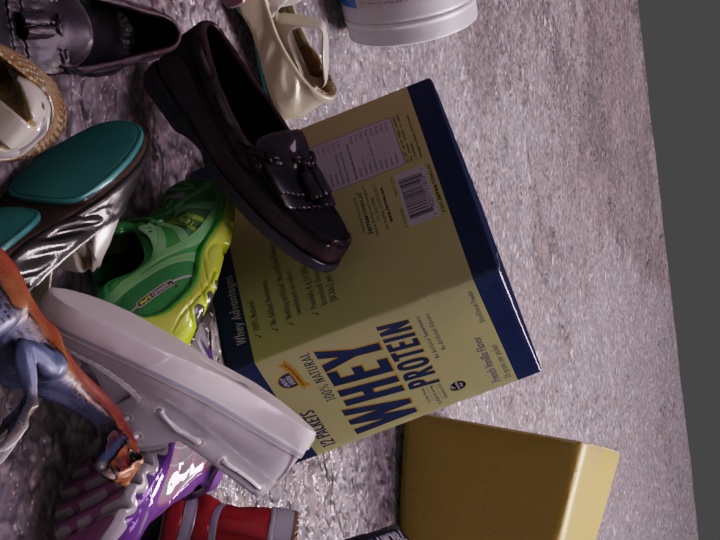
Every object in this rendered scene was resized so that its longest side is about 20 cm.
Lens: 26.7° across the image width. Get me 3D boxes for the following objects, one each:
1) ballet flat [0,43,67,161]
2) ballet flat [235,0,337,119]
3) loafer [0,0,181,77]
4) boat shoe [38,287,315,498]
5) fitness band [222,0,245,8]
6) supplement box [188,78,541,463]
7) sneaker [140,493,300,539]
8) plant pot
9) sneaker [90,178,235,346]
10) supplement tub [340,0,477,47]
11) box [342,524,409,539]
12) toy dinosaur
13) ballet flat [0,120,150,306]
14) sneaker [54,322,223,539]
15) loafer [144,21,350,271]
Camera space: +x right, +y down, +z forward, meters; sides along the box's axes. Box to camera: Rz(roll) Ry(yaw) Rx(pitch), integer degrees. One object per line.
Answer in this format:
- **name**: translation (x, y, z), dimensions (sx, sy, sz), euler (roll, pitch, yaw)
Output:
- **ballet flat**: translation (-0.214, -0.096, 0.815), dimensions (0.071, 0.065, 0.200), euler (-48, 149, 4)
- **ballet flat**: translation (-0.064, -0.211, 1.235), dimensions (0.070, 0.069, 0.200), euler (-71, 151, -42)
- **loafer**: translation (-0.179, -0.151, 0.929), dimensions (0.200, 0.063, 0.072), euler (-17, 104, -69)
- **boat shoe**: translation (-0.118, 0.078, 0.910), dimensions (0.200, 0.072, 0.069), euler (33, 90, -39)
- **fitness band**: translation (-0.106, -0.280, 1.120), dimensions (0.144, 0.037, 0.200), euler (53, 36, -25)
- **supplement box**: translation (0.000, 0.000, 1.122), dimensions (0.134, 0.200, 0.200), euler (62, 10, -49)
- **sneaker**: translation (-0.114, 0.210, 1.096), dimensions (0.200, 0.112, 0.071), euler (113, -12, -58)
- **plant pot**: translation (0.149, 0.268, 1.612), dimensions (0.195, 0.194, 0.200), euler (27, 73, -67)
- **sneaker**: translation (-0.134, -0.017, 1.013), dimensions (0.074, 0.084, 0.200), euler (-60, -167, 23)
- **supplement tub**: translation (0.033, -0.322, 1.410), dimensions (0.132, 0.132, 0.200), euler (-55, 139, -58)
- **box**: translation (-0.060, 0.266, 1.064), dimensions (0.050, 0.200, 0.198), euler (48, 12, 16)
- **toy dinosaur**: translation (-0.175, 0.037, 0.782), dimensions (0.181, 0.105, 0.200), euler (21, 96, -39)
- **ballet flat**: translation (-0.191, -0.020, 0.899), dimensions (0.200, 0.068, 0.068), euler (-46, 142, -48)
- **sneaker**: translation (-0.127, 0.125, 0.994), dimensions (0.088, 0.080, 0.200), euler (51, 37, -26)
- **loafer**: translation (-0.071, -0.088, 1.034), dimensions (0.200, 0.063, 0.072), euler (49, 23, 19)
